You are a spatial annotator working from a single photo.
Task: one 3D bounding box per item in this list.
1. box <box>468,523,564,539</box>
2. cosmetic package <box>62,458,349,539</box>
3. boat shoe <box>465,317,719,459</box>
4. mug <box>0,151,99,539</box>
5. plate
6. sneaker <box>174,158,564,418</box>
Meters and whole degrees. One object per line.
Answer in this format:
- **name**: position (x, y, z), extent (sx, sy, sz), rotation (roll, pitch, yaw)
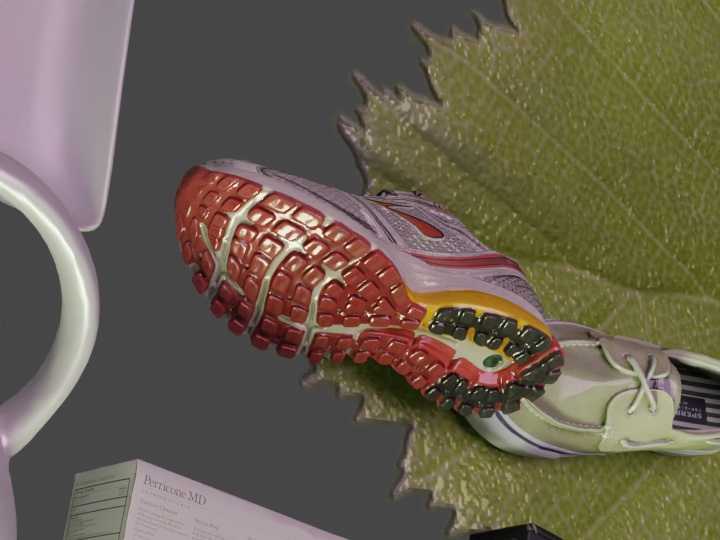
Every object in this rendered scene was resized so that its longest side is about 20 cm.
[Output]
- **box**: position (0.103, 0.243, 0.966), extent (0.160, 0.043, 0.200), rotation (32, 58, -32)
- **cosmetic package**: position (-0.036, 0.150, 0.859), extent (0.200, 0.051, 0.083), rotation (27, 63, -35)
- **boat shoe**: position (0.135, 0.059, 1.036), extent (0.200, 0.062, 0.072), rotation (7, 73, -40)
- **mug**: position (-0.179, 0.038, 0.673), extent (0.200, 0.148, 0.176), rotation (-37, 118, -7)
- **plate**: position (-0.179, -0.132, 0.821), extent (0.199, 0.032, 0.201), rotation (22, 64, -38)
- **sneaker**: position (0.000, 0.000, 0.934), extent (0.200, 0.078, 0.082), rotation (26, 32, -29)
